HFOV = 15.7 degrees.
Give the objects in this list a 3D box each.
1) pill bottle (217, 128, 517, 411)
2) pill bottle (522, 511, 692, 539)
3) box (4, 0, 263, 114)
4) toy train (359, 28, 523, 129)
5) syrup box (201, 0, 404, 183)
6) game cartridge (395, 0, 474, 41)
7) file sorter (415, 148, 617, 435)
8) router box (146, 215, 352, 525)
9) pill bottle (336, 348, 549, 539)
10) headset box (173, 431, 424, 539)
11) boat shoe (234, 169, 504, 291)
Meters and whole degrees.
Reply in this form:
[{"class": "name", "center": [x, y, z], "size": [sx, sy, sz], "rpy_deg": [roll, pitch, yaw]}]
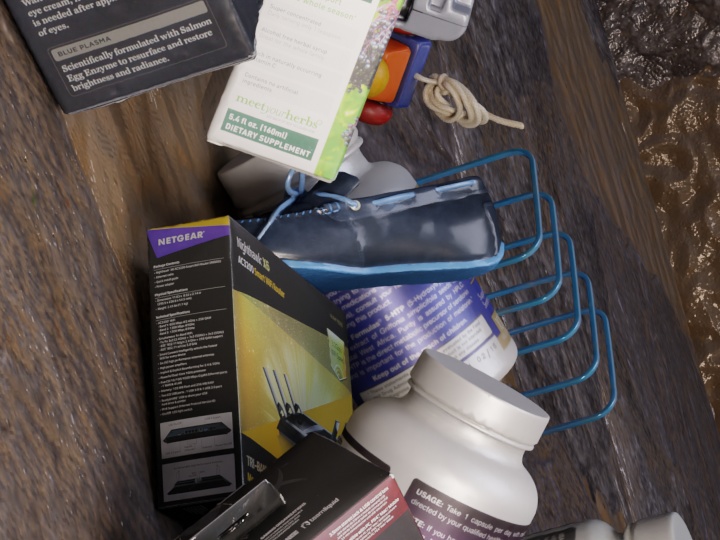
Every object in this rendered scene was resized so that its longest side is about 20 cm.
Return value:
[{"class": "pill bottle", "center": [0.000, 0.000, 1.639], "size": [0.200, 0.120, 0.120], "rpy_deg": [58, 16, -9]}, {"class": "pill bottle", "center": [0.123, 0.228, 1.705], "size": [0.113, 0.200, 0.113], "rpy_deg": [-17, 90, -76]}, {"class": "box", "center": [-0.138, -0.227, 1.397], "size": [0.197, 0.117, 0.200], "rpy_deg": [-88, 158, -54]}, {"class": "toy train", "center": [0.005, -0.130, 1.728], "size": [0.116, 0.200, 0.085], "rpy_deg": [-33, 146, -65]}, {"class": "syrup box", "center": [-0.020, -0.162, 1.477], "size": [0.081, 0.079, 0.200], "rpy_deg": [-108, -142, -71]}, {"class": "game cartridge", "center": [-0.017, -0.215, 1.749], "size": [0.133, 0.200, 0.041], "rpy_deg": [-72, -179, -62]}, {"class": "file sorter", "center": [0.115, 0.025, 2.072], "size": [0.139, 0.123, 0.200], "rpy_deg": [-90, 159, -48]}, {"class": "router box", "center": [-0.057, 0.075, 1.464], "size": [0.200, 0.052, 0.158], "rpy_deg": [41, 42, -65]}, {"class": "pill bottle", "center": [0.021, 0.147, 1.392], "size": [0.112, 0.200, 0.112], "rpy_deg": [28, 6, -3]}, {"class": "headset box", "center": [-0.029, 0.189, 1.259], "size": [0.075, 0.149, 0.200], "rpy_deg": [22, -37, 52]}, {"class": "boat shoe", "center": [-0.015, -0.025, 1.545], "size": [0.084, 0.200, 0.069], "rpy_deg": [-24, -110, 61]}]
